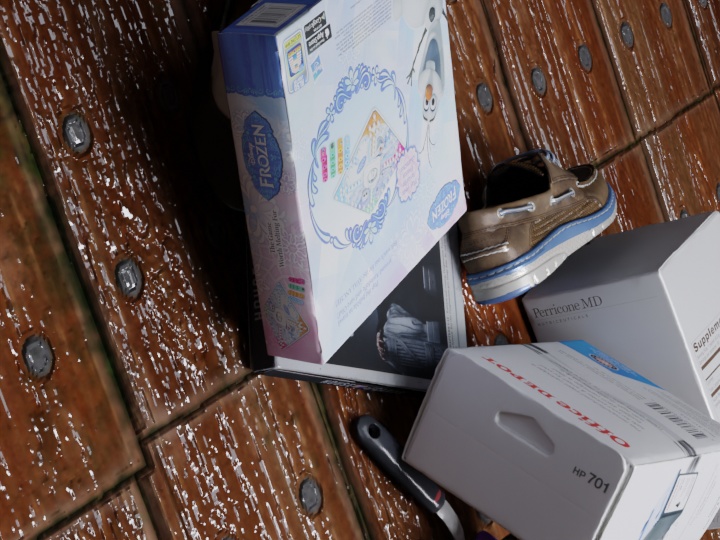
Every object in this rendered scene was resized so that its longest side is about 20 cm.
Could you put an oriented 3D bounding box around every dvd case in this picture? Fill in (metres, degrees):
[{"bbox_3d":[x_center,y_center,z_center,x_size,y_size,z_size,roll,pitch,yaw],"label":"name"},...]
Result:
[{"bbox_3d":[0.000,0.000,1.149,0.199,0.025,0.152,13,69,-51],"label":"dvd case"}]

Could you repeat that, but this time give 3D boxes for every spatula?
[{"bbox_3d":[0.055,0.161,1.175,0.200,0.020,0.057,53,47,-28],"label":"spatula"}]

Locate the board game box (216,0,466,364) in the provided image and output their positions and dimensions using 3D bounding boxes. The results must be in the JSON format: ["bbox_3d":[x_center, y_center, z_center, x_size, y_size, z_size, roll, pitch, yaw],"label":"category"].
[{"bbox_3d":[-0.004,-0.082,1.062,0.200,0.043,0.201,-45,135,-50],"label":"board game box"}]

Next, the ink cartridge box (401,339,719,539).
[{"bbox_3d":[0.142,0.115,1.175,0.199,0.146,0.087,-1,119,-57],"label":"ink cartridge box"}]

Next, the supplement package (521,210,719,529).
[{"bbox_3d":[0.224,0.078,1.339,0.120,0.120,0.202,-37,108,-50],"label":"supplement package"}]

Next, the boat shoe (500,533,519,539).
[{"bbox_3d":[0.078,0.226,1.129,0.199,0.074,0.069,-24,104,-39],"label":"boat shoe"}]

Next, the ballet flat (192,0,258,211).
[{"bbox_3d":[-0.062,-0.135,1.068,0.067,0.069,0.202,7,62,-6],"label":"ballet flat"}]

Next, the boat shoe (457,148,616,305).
[{"bbox_3d":[0.126,-0.046,1.278,0.200,0.072,0.073,-42,113,-58],"label":"boat shoe"}]
